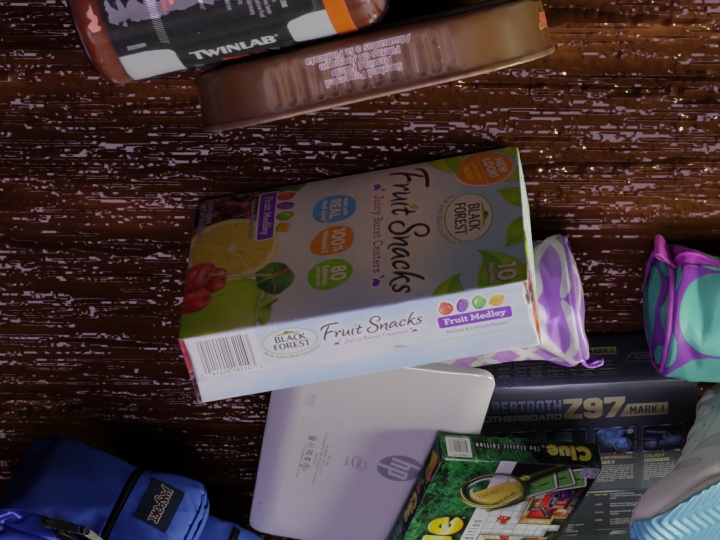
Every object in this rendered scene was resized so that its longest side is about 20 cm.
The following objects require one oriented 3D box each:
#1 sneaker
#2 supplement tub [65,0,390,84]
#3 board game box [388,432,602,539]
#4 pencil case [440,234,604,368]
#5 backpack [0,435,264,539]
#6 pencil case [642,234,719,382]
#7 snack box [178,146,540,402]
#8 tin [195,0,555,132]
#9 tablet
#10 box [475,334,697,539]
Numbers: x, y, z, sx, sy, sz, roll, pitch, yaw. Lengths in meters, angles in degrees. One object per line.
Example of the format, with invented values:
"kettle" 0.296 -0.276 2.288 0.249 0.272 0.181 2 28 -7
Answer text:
"sneaker" 0.229 0.118 1.344 0.200 0.081 0.077 -26 134 -34
"supplement tub" -0.053 -0.169 1.170 0.200 0.107 0.107 -12 126 9
"board game box" 0.073 0.170 1.397 0.105 0.023 0.200 6 140 -13
"pencil case" 0.042 0.034 1.335 0.200 0.084 0.086 -10 92 9
"backpack" -0.153 0.212 1.401 0.200 0.163 0.168 21 127 2
"pencil case" 0.274 0.026 1.332 0.200 0.085 0.093 1 127 0
"snack box" 0.000 0.000 1.275 0.200 0.142 0.053 -9 126 8
"tin" 0.006 -0.115 1.209 0.200 0.112 0.042 -12 102 8
"tablet" 0.004 0.115 1.356 0.130 0.014 0.200 8 141 -3
"box" 0.117 0.118 1.421 0.200 0.051 0.158 -4 128 3
